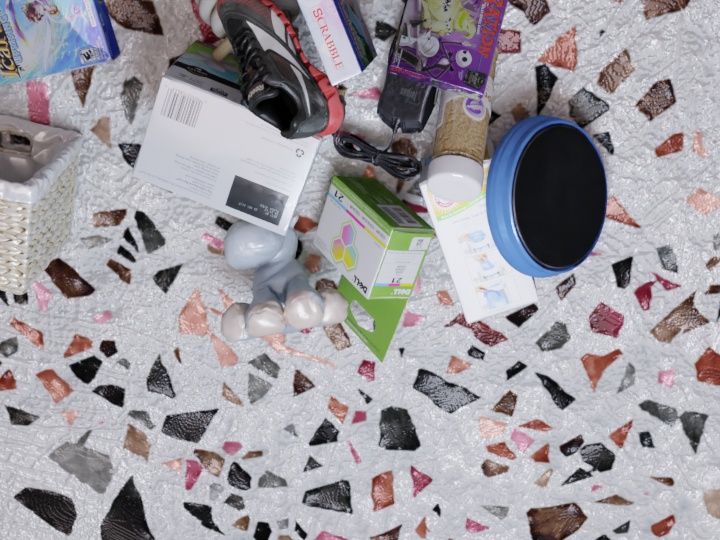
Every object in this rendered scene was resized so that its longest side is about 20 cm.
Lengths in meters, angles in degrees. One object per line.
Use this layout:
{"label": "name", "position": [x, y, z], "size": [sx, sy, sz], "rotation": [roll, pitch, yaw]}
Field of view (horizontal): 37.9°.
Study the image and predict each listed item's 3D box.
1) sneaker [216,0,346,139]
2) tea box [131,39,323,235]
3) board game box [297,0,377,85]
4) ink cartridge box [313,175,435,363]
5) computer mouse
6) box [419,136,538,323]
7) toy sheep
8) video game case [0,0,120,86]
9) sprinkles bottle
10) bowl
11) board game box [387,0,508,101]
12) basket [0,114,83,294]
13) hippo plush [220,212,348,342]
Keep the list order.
{"label": "sneaker", "position": [-0.103, -0.226, 1.158], "size": [0.202, 0.098, 0.071], "rotation": [54, 136, 2]}
{"label": "tea box", "position": [-0.150, -0.168, 1.293], "size": [0.197, 0.197, 0.135], "rotation": [21, 113, -7]}
{"label": "board game box", "position": [-0.042, -0.324, 1.205], "size": [0.041, 0.200, 0.203], "rotation": [-20, 104, 11]}
{"label": "ink cartridge box", "position": [0.000, 0.000, 1.377], "size": [0.075, 0.148, 0.203], "rotation": [1, 119, -38]}
{"label": "computer mouse", "position": [0.037, -0.227, 1.343], "size": [0.138, 0.046, 0.204], "rotation": [17, 108, 21]}
{"label": "box", "position": [0.154, -0.055, 1.367], "size": [0.100, 0.113, 0.203], "rotation": [-17, 111, 11]}
{"label": "toy sheep", "position": [-0.143, -0.339, 1.260], "size": [0.137, 0.138, 0.202], "rotation": [-33, 86, 17]}
{"label": "video game case", "position": [-0.419, -0.346, 1.319], "size": [0.178, 0.046, 0.203], "rotation": [-10, 112, 9]}
{"label": "sprinkles bottle", "position": [0.125, -0.186, 1.273], "size": [0.067, 0.203, 0.068], "rotation": [8, 157, 3]}
{"label": "bowl", "position": [0.239, -0.092, 1.316], "size": [0.198, 0.039, 0.205], "rotation": [-4, 96, -38]}
{"label": "board game box", "position": [0.113, -0.314, 1.247], "size": [0.118, 0.032, 0.203], "rotation": [16, 79, -8]}
{"label": "basket", "position": [-0.481, -0.092, 1.350], "size": [0.194, 0.201, 0.163], "rotation": [11, 116, -1]}
{"label": "hippo plush", "position": [-0.098, 0.000, 1.388], "size": [0.157, 0.199, 0.164], "rotation": [-13, 85, 30]}
